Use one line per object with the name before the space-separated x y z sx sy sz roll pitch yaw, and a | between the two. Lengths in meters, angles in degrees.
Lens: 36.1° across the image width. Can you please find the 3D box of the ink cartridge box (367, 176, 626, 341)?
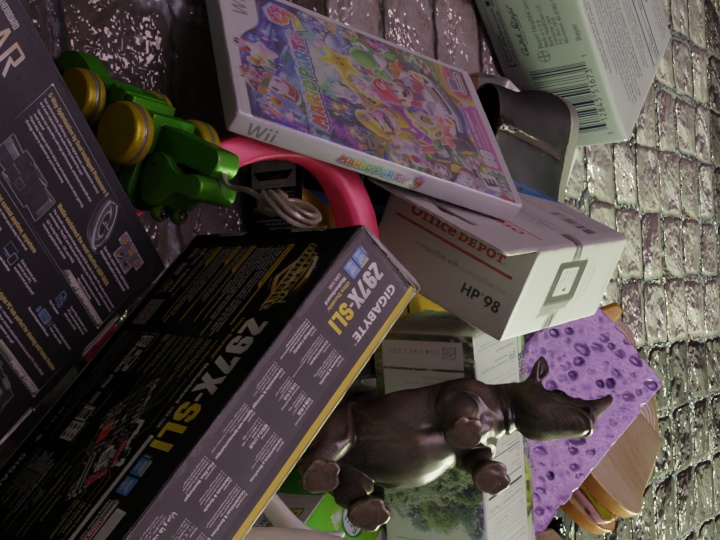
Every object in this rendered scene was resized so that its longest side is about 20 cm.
ink cartridge box | 0.087 -0.014 0.753 0.200 0.116 0.067 -7 123 -56

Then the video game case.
video game case | 0.001 -0.109 0.695 0.199 0.018 0.144 15 40 -28

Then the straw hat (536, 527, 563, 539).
straw hat | 0.134 0.255 0.899 0.201 0.201 0.085 12 43 -55

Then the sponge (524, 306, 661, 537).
sponge | 0.141 0.120 0.871 0.112 0.030 0.200 47 73 -9

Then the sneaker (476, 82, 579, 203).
sneaker | 0.112 -0.050 0.900 0.106 0.075 0.201 4 94 -44

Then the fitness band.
fitness band | -0.073 -0.001 0.639 0.199 0.037 0.144 -29 107 -34

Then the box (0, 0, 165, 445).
box | -0.181 -0.020 0.455 0.160 0.043 0.201 -51 141 -28

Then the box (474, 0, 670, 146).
box | 0.212 -0.251 1.083 0.200 0.104 0.185 -58 132 -40

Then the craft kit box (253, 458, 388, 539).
craft kit box | -0.033 0.258 0.721 0.198 0.048 0.201 -52 129 -49

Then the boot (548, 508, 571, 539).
boot | 0.209 0.165 1.071 0.165 0.065 0.201 41 51 -37

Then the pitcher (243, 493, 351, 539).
pitcher | -0.051 0.170 0.591 0.199 0.121 0.172 24 45 -9

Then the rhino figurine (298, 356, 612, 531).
rhino figurine | 0.058 0.096 0.664 0.087 0.199 0.060 -128 -154 -73

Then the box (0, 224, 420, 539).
box | -0.085 0.067 0.508 0.049 0.159 0.200 49 63 -27

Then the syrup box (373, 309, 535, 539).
syrup box | 0.067 0.133 0.768 0.081 0.078 0.201 -17 105 -57

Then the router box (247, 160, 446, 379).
router box | 0.000 0.000 0.783 0.200 0.051 0.150 1 87 -57

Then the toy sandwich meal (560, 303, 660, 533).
toy sandwich meal | 0.214 0.122 0.979 0.204 0.070 0.206 13 67 -35

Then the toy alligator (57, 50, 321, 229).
toy alligator | -0.100 -0.050 0.548 0.059 0.200 0.054 8 113 -54

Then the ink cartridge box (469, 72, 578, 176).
ink cartridge box | 0.117 -0.052 0.994 0.162 0.050 0.201 29 82 -52
